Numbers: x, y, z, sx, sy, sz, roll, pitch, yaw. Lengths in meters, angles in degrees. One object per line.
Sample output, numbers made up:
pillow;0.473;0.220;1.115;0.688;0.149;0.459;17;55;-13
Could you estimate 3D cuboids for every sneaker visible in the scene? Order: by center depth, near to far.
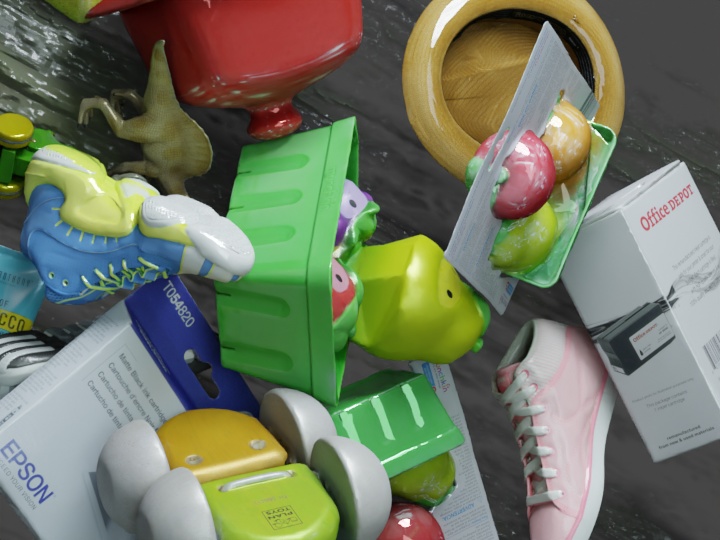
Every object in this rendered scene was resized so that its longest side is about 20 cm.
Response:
sneaker;-0.166;-0.011;1.503;0.075;0.199;0.106;5;109;-58
sneaker;-0.197;0.100;1.584;0.198;0.075;0.117;-5;112;-34
sneaker;0.144;0.133;1.687;0.104;0.075;0.202;22;70;-21

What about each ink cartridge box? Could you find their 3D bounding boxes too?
ink cartridge box;-0.164;0.130;1.544;0.200;0.041;0.200;-41;126;-15
ink cartridge box;0.250;0.031;1.701;0.144;0.084;0.201;-32;96;-56

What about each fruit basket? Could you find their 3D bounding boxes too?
fruit basket;0.116;-0.072;1.561;0.093;0.200;0.187;21;84;26
fruit basket;0.000;0.000;1.575;0.214;0.216;0.157;-19;132;-20
fruit basket;0.015;0.186;1.632;0.184;0.093;0.202;-23;109;-26

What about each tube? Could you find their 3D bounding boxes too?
tube;-0.290;0.076;1.559;0.077;0.050;0.202;23;72;-24

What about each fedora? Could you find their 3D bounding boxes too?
fedora;0.115;-0.147;1.706;0.199;0.082;0.203;3;82;-22

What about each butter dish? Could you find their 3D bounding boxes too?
butter dish;-0.081;-0.172;1.583;0.198;0.199;0.149;-19;98;-23

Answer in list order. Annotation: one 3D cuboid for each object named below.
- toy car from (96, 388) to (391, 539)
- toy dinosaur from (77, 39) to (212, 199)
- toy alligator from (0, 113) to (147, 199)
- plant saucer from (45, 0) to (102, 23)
toy car;-0.082;0.181;1.468;0.173;0.200;0.152;-10;113;-24
toy dinosaur;-0.156;-0.110;1.579;0.100;0.201;0.058;16;43;24
toy alligator;-0.255;-0.091;1.578;0.198;0.060;0.055;10;37;-10
plant saucer;-0.234;-0.329;1.620;0.199;0.048;0.201;36;74;-12
